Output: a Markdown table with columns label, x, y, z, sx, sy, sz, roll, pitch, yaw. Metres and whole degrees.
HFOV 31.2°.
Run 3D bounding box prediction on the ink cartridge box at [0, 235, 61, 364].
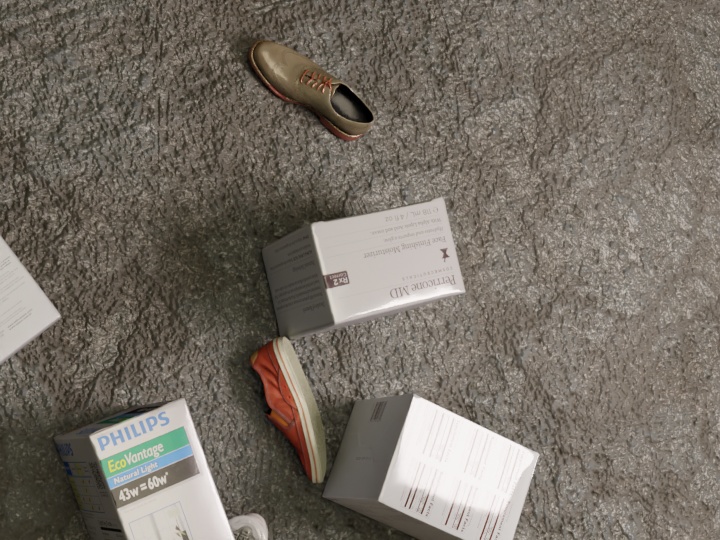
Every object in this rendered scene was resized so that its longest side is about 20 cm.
| label | x | y | z | sx | sy | sz | roll | pitch | yaw |
| --- | --- | --- | --- | --- | --- | --- | --- | --- | --- |
| ink cartridge box | -0.500 | 0.038 | 1.556 | 0.196 | 0.043 | 0.201 | -39 | 96 | -22 |

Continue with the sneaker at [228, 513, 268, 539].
| label | x | y | z | sx | sy | sz | roll | pitch | yaw |
| --- | --- | --- | --- | --- | --- | --- | --- | --- | --- |
| sneaker | -0.162 | 0.399 | 1.632 | 0.077 | 0.099 | 0.202 | 28 | 96 | 10 |

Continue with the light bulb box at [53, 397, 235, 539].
| label | x | y | z | sx | sy | sz | roll | pitch | yaw |
| --- | --- | --- | --- | --- | --- | --- | --- | --- | --- |
| light bulb box | -0.259 | 0.270 | 1.541 | 0.124 | 0.198 | 0.202 | -20 | 92 | -27 |

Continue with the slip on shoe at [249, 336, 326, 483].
| label | x | y | z | sx | sy | sz | roll | pitch | yaw |
| --- | --- | --- | --- | --- | --- | --- | --- | --- | --- |
| slip on shoe | -0.092 | 0.189 | 1.708 | 0.061 | 0.074 | 0.202 | -19 | 98 | 9 |

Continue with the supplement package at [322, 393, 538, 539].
| label | x | y | z | sx | sy | sz | roll | pitch | yaw |
| --- | --- | --- | --- | --- | --- | --- | --- | --- | --- |
| supplement package | 0.090 | 0.270 | 1.700 | 0.199 | 0.191 | 0.148 | 27 | 73 | -19 |

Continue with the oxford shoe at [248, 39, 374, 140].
| label | x | y | z | sx | sy | sz | roll | pitch | yaw |
| --- | --- | --- | --- | --- | --- | --- | --- | --- | --- |
| oxford shoe | -0.061 | -0.259 | 1.775 | 0.199 | 0.075 | 0.071 | 32 | 72 | -16 |

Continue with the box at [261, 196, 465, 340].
| label | x | y | z | sx | sy | sz | roll | pitch | yaw |
| --- | --- | --- | --- | --- | --- | --- | --- | --- | --- |
| box | 0.000 | 0.000 | 1.696 | 0.197 | 0.200 | 0.132 | -13 | 87 | -25 |
